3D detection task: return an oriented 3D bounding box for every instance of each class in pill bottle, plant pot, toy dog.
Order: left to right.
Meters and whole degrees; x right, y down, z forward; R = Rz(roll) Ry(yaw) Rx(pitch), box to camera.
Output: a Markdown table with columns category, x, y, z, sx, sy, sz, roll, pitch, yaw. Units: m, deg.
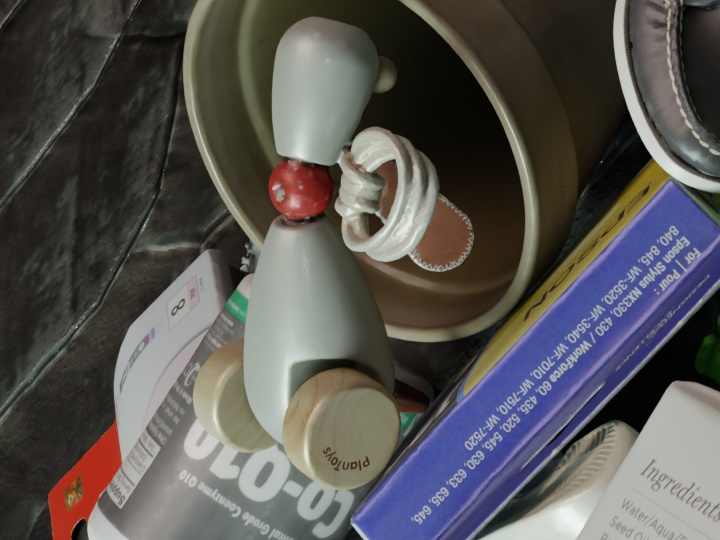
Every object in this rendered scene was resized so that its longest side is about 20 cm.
| category | x | y | z | sx | sy | sz | roll | pitch | yaw |
| --- | --- | --- | --- | --- | --- | --- | --- | --- | --- |
| pill bottle | -0.061 | 0.112 | 1.080 | 0.200 | 0.113 | 0.113 | -58 | 30 | 1 |
| toy dog | 0.000 | 0.000 | 0.946 | 0.132 | 0.096 | 0.200 | 48 | 128 | 40 |
| plant pot | 0.048 | -0.094 | 1.035 | 0.200 | 0.200 | 0.173 | -14 | 20 | 50 |

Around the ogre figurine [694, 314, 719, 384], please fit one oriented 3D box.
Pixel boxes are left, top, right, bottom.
| category | x | y | z | sx | sy | sz | roll | pitch | yaw |
| --- | --- | --- | --- | --- | --- | --- | --- | --- | --- |
| ogre figurine | 0.218 | -0.022 | 0.814 | 0.200 | 0.098 | 0.120 | -27 | 52 | 58 |

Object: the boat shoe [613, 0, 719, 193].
| category | x | y | z | sx | sy | sz | roll | pitch | yaw |
| --- | --- | --- | --- | --- | --- | --- | --- | --- | --- |
| boat shoe | 0.151 | -0.126 | 0.886 | 0.060 | 0.074 | 0.200 | -44 | 29 | 55 |

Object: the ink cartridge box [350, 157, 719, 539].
| category | x | y | z | sx | sy | sz | roll | pitch | yaw |
| --- | --- | --- | --- | --- | --- | --- | --- | --- | --- |
| ink cartridge box | 0.078 | 0.036 | 0.924 | 0.198 | 0.047 | 0.200 | -48 | -2 | 15 |

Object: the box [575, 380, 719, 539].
| category | x | y | z | sx | sy | sz | roll | pitch | yaw |
| --- | --- | --- | --- | --- | --- | --- | --- | --- | --- |
| box | 0.172 | 0.152 | 0.615 | 0.131 | 0.199 | 0.200 | -58 | 30 | 0 |

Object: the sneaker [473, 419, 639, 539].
| category | x | y | z | sx | sy | sz | roll | pitch | yaw |
| --- | --- | --- | --- | --- | --- | --- | --- | --- | --- |
| sneaker | 0.090 | 0.119 | 0.903 | 0.075 | 0.085 | 0.200 | -47 | 3 | -14 |

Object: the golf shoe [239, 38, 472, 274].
| category | x | y | z | sx | sy | sz | roll | pitch | yaw |
| --- | --- | --- | --- | --- | --- | --- | --- | --- | --- |
| golf shoe | -0.002 | -0.041 | 1.171 | 0.078 | 0.094 | 0.200 | -60 | -10 | -59 |

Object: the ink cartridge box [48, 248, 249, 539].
| category | x | y | z | sx | sy | sz | roll | pitch | yaw |
| --- | --- | --- | --- | --- | --- | --- | --- | --- | --- |
| ink cartridge box | -0.124 | 0.106 | 1.242 | 0.200 | 0.057 | 0.163 | -41 | 34 | 18 |
